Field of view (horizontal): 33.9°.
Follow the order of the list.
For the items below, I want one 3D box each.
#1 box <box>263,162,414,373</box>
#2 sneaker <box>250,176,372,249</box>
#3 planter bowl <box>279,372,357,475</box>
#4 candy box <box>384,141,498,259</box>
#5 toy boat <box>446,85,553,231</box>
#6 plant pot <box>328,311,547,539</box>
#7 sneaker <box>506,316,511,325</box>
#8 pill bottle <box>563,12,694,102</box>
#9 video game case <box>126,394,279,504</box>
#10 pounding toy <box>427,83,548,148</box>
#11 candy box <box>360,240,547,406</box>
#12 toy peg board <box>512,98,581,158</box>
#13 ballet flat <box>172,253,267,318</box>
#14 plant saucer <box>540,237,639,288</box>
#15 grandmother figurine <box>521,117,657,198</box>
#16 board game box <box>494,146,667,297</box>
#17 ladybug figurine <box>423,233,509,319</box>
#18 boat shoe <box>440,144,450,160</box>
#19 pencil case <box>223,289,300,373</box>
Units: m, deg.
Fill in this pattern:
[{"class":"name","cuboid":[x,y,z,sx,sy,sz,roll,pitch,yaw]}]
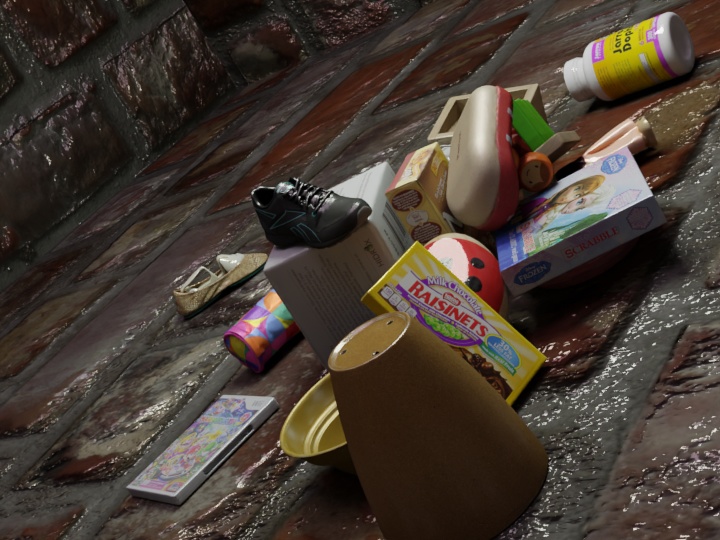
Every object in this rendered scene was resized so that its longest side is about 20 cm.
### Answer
[{"class":"box","cuboid":[0.000,0.000,1.622,0.171,0.201,0.199,-24,22,19]},{"class":"sneaker","cuboid":[-0.070,-0.075,1.499,0.199,0.079,0.075,-3,37,47]},{"class":"planter bowl","cuboid":[0.013,0.172,1.345,0.200,0.084,0.201,-30,19,12]},{"class":"candy box","cuboid":[0.116,-0.056,1.579,0.055,0.201,0.116,-21,22,29]},{"class":"toy boat","cuboid":[0.187,-0.137,1.531,0.131,0.130,0.201,113,169,-47]},{"class":"plant pot","cuboid":[0.056,0.148,1.162,0.186,0.200,0.187,-29,20,11]},{"class":"sneaker","cuboid":[0.090,0.084,1.460,0.199,0.077,0.076,-18,21,28]},{"class":"pill bottle","cuboid":[0.438,-0.343,1.944,0.199,0.105,0.104,-17,23,38]},{"class":"video game case","cuboid":[-0.219,0.244,1.637,0.200,0.018,0.143,-43,21,-31]},{"class":"pounding toy","cuboid":[0.199,-0.185,1.922,0.183,0.143,0.200,-6,31,24]},{"class":"candy box","cuboid":[0.105,0.065,1.312,0.102,0.200,0.026,-45,-5,-37]},{"class":"toy peg board","cuboid":[0.202,-0.162,1.715,0.199,0.098,0.200,-39,-5,18]},{"class":"ballet flat","cuboid":[-0.267,0.011,2.227,0.200,0.065,0.070,-36,19,-13]},{"class":"plant saucer","cuboid":[0.279,-0.040,1.516,0.200,0.051,0.201,-28,19,10]},{"class":"grandmother figurine","cuboid":[0.326,-0.151,1.710,0.199,0.061,0.121,-29,-9,4]},{"class":"board game box","cuboid":[0.262,-0.064,1.459,0.199,0.041,0.200,-27,18,13]},{"class":"ladybug figurine","cuboid":[0.107,0.028,1.409,0.135,0.072,0.201,-9,45,12]},{"class":"boat shoe","cuboid":[0.127,-0.158,1.830,0.086,0.203,0.075,23,24,13]},{"class":"pencil case","cuboid":[-0.119,0.070,1.824,0.200,0.089,0.088,-41,20,-30]}]
